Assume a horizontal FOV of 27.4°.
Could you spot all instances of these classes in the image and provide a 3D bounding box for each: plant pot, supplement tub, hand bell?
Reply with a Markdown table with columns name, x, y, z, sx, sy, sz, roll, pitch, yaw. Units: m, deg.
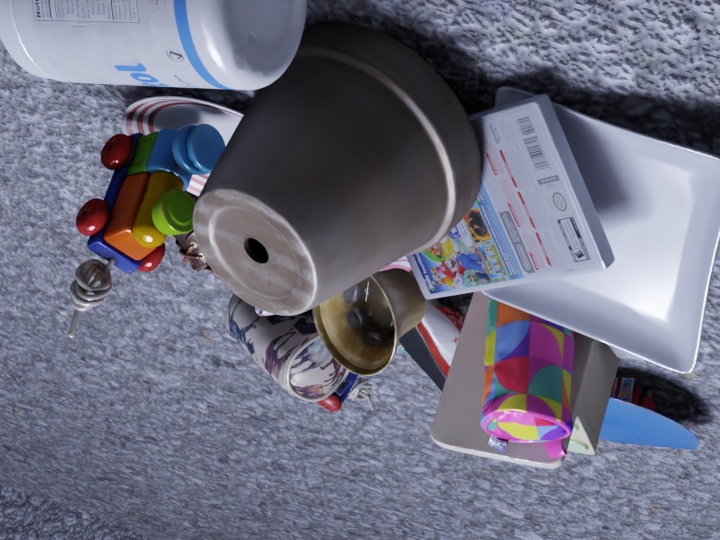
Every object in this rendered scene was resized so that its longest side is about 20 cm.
| name | x | y | z | sx | sy | sz | roll | pitch | yaw |
| --- | --- | --- | --- | --- | --- | --- | --- | --- | --- |
| plant pot | -0.034 | -0.064 | 1.143 | 0.199 | 0.174 | 0.201 | 25 | 139 | 24 |
| supplement tub | -0.151 | -0.199 | 1.071 | 0.199 | 0.133 | 0.132 | 6 | 154 | 30 |
| hand bell | 0.061 | 0.014 | 1.341 | 0.104 | 0.199 | 0.105 | 21 | 120 | 40 |

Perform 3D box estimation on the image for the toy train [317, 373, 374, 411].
| name | x | y | z | sx | sy | sz | roll | pitch | yaw |
| --- | --- | --- | --- | --- | --- | --- | --- | --- | --- |
| toy train | -0.056 | 0.112 | 1.769 | 0.115 | 0.085 | 0.200 | 21 | 160 | 23 |

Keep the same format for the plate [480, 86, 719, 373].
| name | x | y | z | sx | sy | sz | roll | pitch | yaw |
| --- | --- | --- | --- | --- | --- | --- | --- | --- | --- |
| plate | 0.191 | -0.035 | 1.166 | 0.199 | 0.032 | 0.201 | 22 | 129 | 25 |

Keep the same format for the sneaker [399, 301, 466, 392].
| name | x | y | z | sx | sy | sz | roll | pitch | yaw |
| --- | --- | --- | --- | --- | --- | --- | --- | --- | --- |
| sneaker | 0.112 | 0.069 | 1.519 | 0.202 | 0.108 | 0.067 | 52 | 161 | -15 |

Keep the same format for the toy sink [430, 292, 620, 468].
| name | x | y | z | sx | sy | sz | roll | pitch | yaw |
| --- | --- | --- | --- | --- | --- | --- | --- | --- | --- |
| toy sink | 0.165 | 0.103 | 1.404 | 0.130 | 0.201 | 0.112 | 8 | 154 | 24 |

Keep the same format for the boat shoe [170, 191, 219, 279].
| name | x | y | z | sx | sy | sz | roll | pitch | yaw |
| --- | --- | --- | --- | --- | --- | --- | --- | --- | --- |
| boat shoe | -0.152 | -0.030 | 1.534 | 0.199 | 0.071 | 0.070 | 32 | 155 | -24 |

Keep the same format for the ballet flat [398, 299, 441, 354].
| name | x | y | z | sx | sy | sz | roll | pitch | yaw |
| --- | --- | --- | --- | --- | --- | --- | --- | --- | --- |
| ballet flat | 0.032 | 0.038 | 1.554 | 0.199 | 0.068 | 0.075 | 24 | 135 | -7 |

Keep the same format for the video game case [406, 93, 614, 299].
| name | x | y | z | sx | sy | sz | roll | pitch | yaw |
| --- | --- | --- | --- | --- | --- | --- | --- | --- | --- |
| video game case | 0.098 | -0.054 | 1.191 | 0.199 | 0.018 | 0.144 | -11 | 109 | 47 |

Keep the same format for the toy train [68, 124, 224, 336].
| name | x | y | z | sx | sy | sz | roll | pitch | yaw |
| --- | --- | --- | --- | --- | --- | --- | --- | --- | --- |
| toy train | -0.189 | -0.036 | 1.306 | 0.084 | 0.201 | 0.115 | 34 | 148 | -33 |

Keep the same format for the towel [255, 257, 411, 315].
| name | x | y | z | sx | sy | sz | roll | pitch | yaw |
| --- | --- | --- | --- | --- | --- | --- | --- | --- | --- |
| towel | 0.000 | 0.000 | 1.402 | 0.146 | 0.030 | 0.200 | -11 | 167 | -32 |

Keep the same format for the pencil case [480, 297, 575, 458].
| name | x | y | z | sx | sy | sz | roll | pitch | yaw |
| --- | --- | --- | --- | --- | --- | --- | --- | --- | --- |
| pencil case | 0.152 | 0.061 | 1.318 | 0.088 | 0.201 | 0.089 | 5 | 154 | 3 |

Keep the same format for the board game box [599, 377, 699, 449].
| name | x | y | z | sx | sy | sz | roll | pitch | yaw |
| --- | --- | --- | --- | --- | --- | --- | --- | --- | --- |
| board game box | 0.281 | 0.149 | 1.629 | 0.158 | 0.039 | 0.199 | 30 | 161 | -34 |

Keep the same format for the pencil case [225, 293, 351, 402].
| name | x | y | z | sx | sy | sz | roll | pitch | yaw |
| --- | --- | --- | --- | --- | --- | --- | --- | --- | --- |
| pencil case | -0.078 | 0.071 | 1.593 | 0.200 | 0.089 | 0.078 | 36 | 140 | 58 |

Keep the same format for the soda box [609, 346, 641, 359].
| name | x | y | z | sx | sy | sz | roll | pitch | yaw |
| --- | --- | --- | --- | --- | --- | --- | --- | --- | --- |
| soda box | 0.226 | 0.006 | 1.303 | 0.063 | 0.068 | 0.200 | 3 | 152 | 37 |

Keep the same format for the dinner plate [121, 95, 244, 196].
| name | x | y | z | sx | sy | sz | roll | pitch | yaw |
| --- | --- | --- | --- | --- | --- | --- | --- | --- | --- |
| dinner plate | -0.128 | -0.112 | 1.386 | 0.199 | 0.024 | 0.200 | 17 | 158 | 7 |
